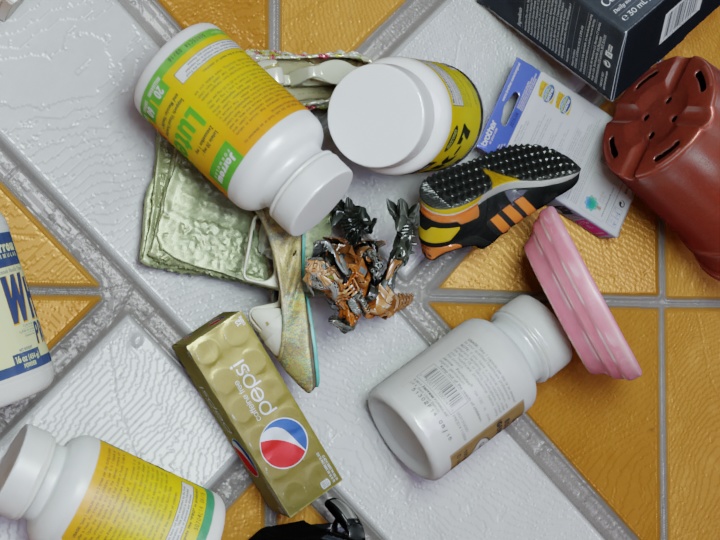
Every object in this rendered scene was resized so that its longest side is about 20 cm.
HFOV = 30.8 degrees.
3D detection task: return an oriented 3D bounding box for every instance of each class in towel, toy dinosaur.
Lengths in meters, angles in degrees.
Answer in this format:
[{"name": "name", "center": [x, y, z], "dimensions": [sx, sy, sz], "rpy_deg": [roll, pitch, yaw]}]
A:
[{"name": "towel", "center": [-0.118, -0.057, 1.310], "dimensions": [0.199, 0.036, 0.149], "rpy_deg": [12, 82, -20]}, {"name": "toy dinosaur", "center": [0.000, 0.000, 1.297], "dimensions": [0.102, 0.200, 0.136], "rpy_deg": [10, 78, 7]}]

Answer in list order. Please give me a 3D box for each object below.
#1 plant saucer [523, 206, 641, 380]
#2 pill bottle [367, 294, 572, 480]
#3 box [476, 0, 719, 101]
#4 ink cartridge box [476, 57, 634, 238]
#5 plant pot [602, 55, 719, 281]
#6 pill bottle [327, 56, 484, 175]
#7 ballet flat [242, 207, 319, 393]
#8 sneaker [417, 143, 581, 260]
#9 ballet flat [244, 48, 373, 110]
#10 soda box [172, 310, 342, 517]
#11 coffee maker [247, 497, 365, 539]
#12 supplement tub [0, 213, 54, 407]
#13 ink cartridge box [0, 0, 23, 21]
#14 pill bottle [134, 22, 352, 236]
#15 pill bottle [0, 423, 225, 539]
[{"name": "plant saucer", "center": [0.227, 0.031, 1.370], "dimensions": [0.051, 0.201, 0.201], "rpy_deg": [-29, 99, 9]}, {"name": "pill bottle", "center": [0.117, 0.116, 1.350], "dimensions": [0.200, 0.114, 0.115], "rpy_deg": [-35, 100, -19]}, {"name": "box", "center": [0.262, -0.323, 1.383], "dimensions": [0.200, 0.124, 0.197], "rpy_deg": [-41, 66, -18]}, {"name": "ink cartridge box", "center": [0.222, -0.134, 1.445], "dimensions": [0.200, 0.042, 0.120], "rpy_deg": [30, 77, -21]}, {"name": "plant pot", "center": [0.376, -0.117, 1.399], "dimensions": [0.195, 0.201, 0.201], "rpy_deg": [31, 77, -29]}, {"name": "pill bottle", "center": [0.045, -0.151, 1.280], "dimensions": [0.114, 0.200, 0.115], "rpy_deg": [2, 97, 19]}, {"name": "ballet flat", "center": [-0.080, 0.021, 1.266], "dimensions": [0.070, 0.071, 0.201], "rpy_deg": [-3, 84, -21]}, {"name": "sneaker", "center": [0.141, -0.069, 1.369], "dimensions": [0.200, 0.070, 0.090], "rpy_deg": [-18, 134, -30]}, {"name": "ballet flat", "center": [-0.071, -0.195, 1.320], "dimensions": [0.199, 0.064, 0.076], "rpy_deg": [-12, 90, -21]}, {"name": "soda box", "center": [-0.103, 0.140, 1.290], "dimensions": [0.068, 0.064, 0.200], "rpy_deg": [-33, 99, -19]}, {"name": "coffee maker", "center": [-0.044, 0.315, 1.231], "dimensions": [0.192, 0.200, 0.135], "rpy_deg": [-26, 96, -21]}, {"name": "supplement tub", "center": [-0.365, 0.028, 1.149], "dimensions": [0.145, 0.145, 0.201], "rpy_deg": [-18, 94, -21]}, {"name": "ink cartridge box", "center": [-0.359, -0.355, 1.204], "dimensions": [0.200, 0.083, 0.147], "rpy_deg": [40, 75, -16]}, {"name": "pill bottle", "center": [-0.106, -0.128, 1.220], "dimensions": [0.200, 0.111, 0.111], "rpy_deg": [43, 72, 12]}, {"name": "pill bottle", "center": [-0.236, 0.221, 1.208], "dimensions": [0.200, 0.113, 0.113], "rpy_deg": [28, 78, -18]}]
